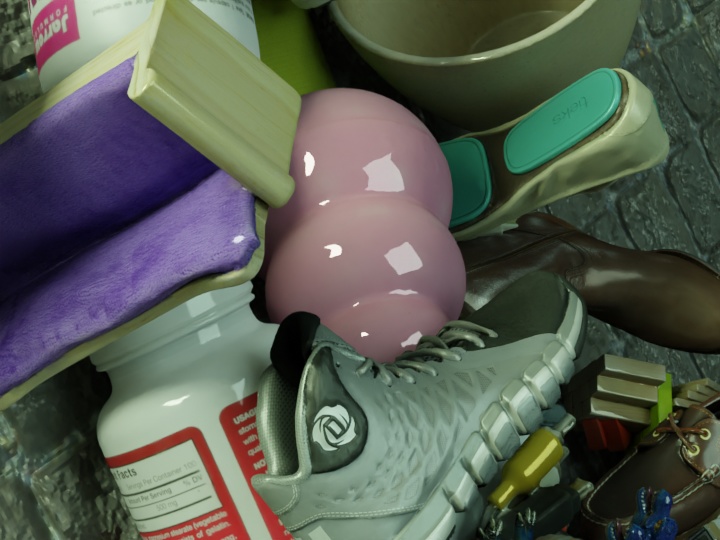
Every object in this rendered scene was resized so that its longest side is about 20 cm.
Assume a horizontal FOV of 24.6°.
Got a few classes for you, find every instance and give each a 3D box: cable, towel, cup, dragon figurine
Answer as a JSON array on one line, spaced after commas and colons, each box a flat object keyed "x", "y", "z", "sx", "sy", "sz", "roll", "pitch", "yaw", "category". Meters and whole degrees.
[{"x": 0.066, "y": 0.162, "z": 0.937, "sx": 0.199, "sy": 0.050, "sz": 0.098, "roll": -26, "pitch": 122, "yaw": -36, "category": "cable"}, {"x": -0.069, "y": -0.159, "z": 0.978, "sx": 0.086, "sy": 0.018, "sz": 0.201, "roll": -21, "pitch": 90, "yaw": -47, "category": "towel"}, {"x": 0.093, "y": -0.164, "z": 1.035, "sx": 0.143, "sy": 0.199, "sz": 0.201, "roll": 57, "pitch": 34, "yaw": -51, "category": "cup"}, {"x": 0.101, "y": 0.195, "z": 0.876, "sx": 0.059, "sy": 0.099, "sz": 0.201, "roll": -3, "pitch": 117, "yaw": -46, "category": "dragon figurine"}]

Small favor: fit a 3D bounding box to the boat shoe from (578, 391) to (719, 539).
[{"x": 0.212, "y": 0.113, "z": 1.034, "sx": 0.199, "sy": 0.070, "sz": 0.071, "roll": -26, "pitch": 123, "yaw": -32, "category": "boat shoe"}]

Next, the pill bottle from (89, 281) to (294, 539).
[{"x": -0.058, "y": 0.099, "z": 0.797, "sx": 0.112, "sy": 0.112, "sz": 0.201, "roll": -27, "pitch": 94, "yaw": -50, "category": "pill bottle"}]

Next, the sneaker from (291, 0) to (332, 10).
[{"x": -0.030, "y": -0.253, "z": 0.996, "sx": 0.080, "sy": 0.073, "sz": 0.201, "roll": 44, "pitch": 34, "yaw": -39, "category": "sneaker"}]

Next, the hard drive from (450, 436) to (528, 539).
[{"x": 0.039, "y": 0.119, "z": 0.964, "sx": 0.200, "sy": 0.026, "sz": 0.133, "roll": 34, "pitch": 51, "yaw": -35, "category": "hard drive"}]

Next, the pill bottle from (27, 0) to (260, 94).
[{"x": -0.113, "y": -0.140, "z": 0.842, "sx": 0.113, "sy": 0.113, "sz": 0.201, "roll": 4, "pitch": 70, "yaw": -47, "category": "pill bottle"}]

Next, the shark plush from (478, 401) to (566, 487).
[{"x": 0.060, "y": 0.088, "z": 0.960, "sx": 0.200, "sy": 0.090, "sz": 0.084, "roll": 0, "pitch": 92, "yaw": -70, "category": "shark plush"}]

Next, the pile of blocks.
[{"x": 0.217, "y": 0.118, "z": 1.119, "sx": 0.200, "sy": 0.082, "sz": 0.062, "roll": 26, "pitch": 56, "yaw": -39, "category": "pile of blocks"}]

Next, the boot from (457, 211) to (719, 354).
[{"x": 0.124, "y": 0.022, "z": 0.997, "sx": 0.200, "sy": 0.186, "sz": 0.065, "roll": -15, "pitch": 121, "yaw": -58, "category": "boot"}]

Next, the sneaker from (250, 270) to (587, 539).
[{"x": 0.021, "y": 0.044, "z": 0.752, "sx": 0.116, "sy": 0.075, "sz": 0.200, "roll": 47, "pitch": 57, "yaw": -15, "category": "sneaker"}]

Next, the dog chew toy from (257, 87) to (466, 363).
[{"x": 0.000, "y": 0.000, "z": 0.873, "sx": 0.124, "sy": 0.124, "sz": 0.201, "roll": 22, "pitch": 40, "yaw": -40, "category": "dog chew toy"}]

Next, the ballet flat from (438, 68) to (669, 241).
[{"x": 0.092, "y": -0.053, "z": 0.966, "sx": 0.069, "sy": 0.199, "sz": 0.070, "roll": 28, "pitch": 52, "yaw": -42, "category": "ballet flat"}]

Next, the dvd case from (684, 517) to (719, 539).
[{"x": 0.218, "y": 0.183, "z": 1.043, "sx": 0.199, "sy": 0.149, "sz": 0.016, "roll": -9, "pitch": 59, "yaw": -50, "category": "dvd case"}]

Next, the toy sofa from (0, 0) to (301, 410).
[{"x": -0.124, "y": -0.025, "z": 0.711, "sx": 0.083, "sy": 0.199, "sz": 0.098, "roll": 38, "pitch": 43, "yaw": -31, "category": "toy sofa"}]
